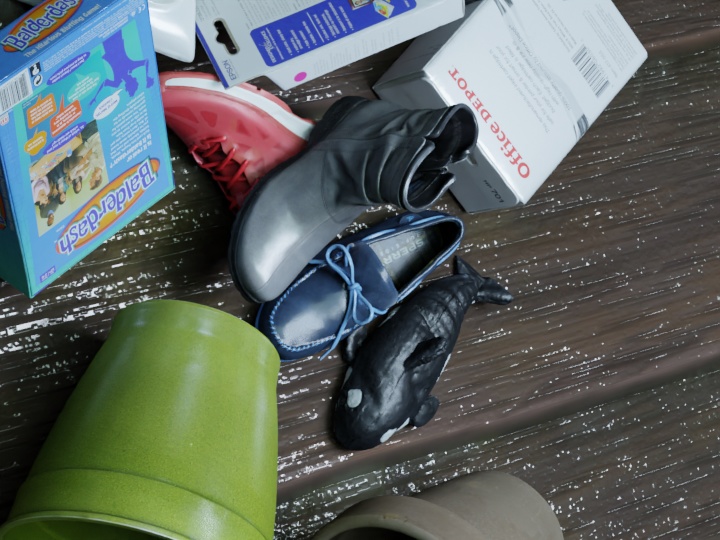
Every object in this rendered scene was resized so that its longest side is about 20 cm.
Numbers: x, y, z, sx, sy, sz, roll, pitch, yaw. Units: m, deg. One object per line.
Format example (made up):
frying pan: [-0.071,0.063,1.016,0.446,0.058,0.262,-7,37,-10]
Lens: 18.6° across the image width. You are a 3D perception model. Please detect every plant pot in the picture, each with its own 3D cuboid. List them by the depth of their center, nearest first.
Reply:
plant pot: [-0.141,0.133,1.583,0.200,0.200,0.194,30,58,-28]
plant pot: [0.075,0.243,1.722,0.174,0.199,0.201,-34,105,-49]

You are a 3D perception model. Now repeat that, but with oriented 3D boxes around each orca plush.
orca plush: [0.059,0.069,1.782,0.200,0.071,0.106,-34,104,-32]

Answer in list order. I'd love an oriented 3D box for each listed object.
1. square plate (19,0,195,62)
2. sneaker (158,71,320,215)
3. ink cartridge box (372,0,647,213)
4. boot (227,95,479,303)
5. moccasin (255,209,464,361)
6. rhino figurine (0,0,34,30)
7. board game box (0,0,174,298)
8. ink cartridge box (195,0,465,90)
square plate: [-0.199,-0.274,1.632,0.199,0.028,0.200,18,61,-34]
sneaker: [-0.090,-0.073,1.690,0.199,0.078,0.116,20,74,-30]
ink cartridge box: [0.128,-0.168,1.841,0.200,0.086,0.147,-48,111,-26]
boot: [-0.006,-0.056,1.643,0.070,0.131,0.201,49,64,-37]
moccasin: [0.000,0.000,1.747,0.200,0.068,0.081,-39,101,-30]
rhino figurine: [-0.275,-0.171,1.583,0.199,0.060,0.088,3,86,-39]
board game box: [-0.209,-0.100,1.565,0.152,0.045,0.201,-40,145,-31]
ink cartridge box: [-0.028,-0.200,1.685,0.199,0.037,0.095,-22,58,-11]
